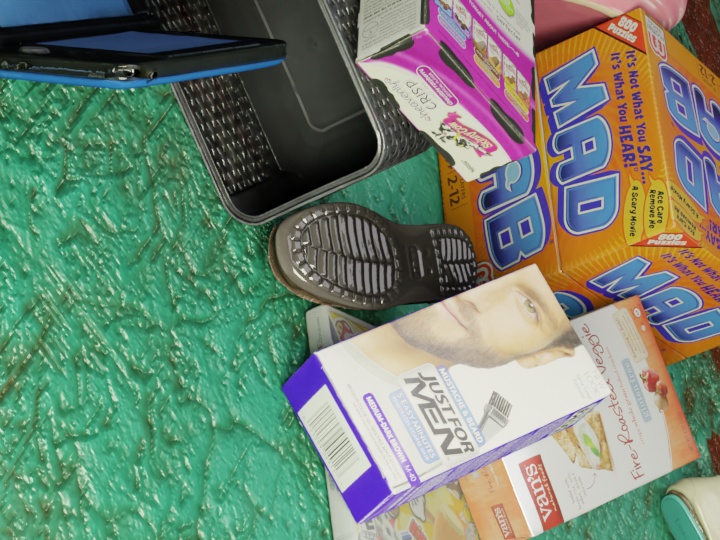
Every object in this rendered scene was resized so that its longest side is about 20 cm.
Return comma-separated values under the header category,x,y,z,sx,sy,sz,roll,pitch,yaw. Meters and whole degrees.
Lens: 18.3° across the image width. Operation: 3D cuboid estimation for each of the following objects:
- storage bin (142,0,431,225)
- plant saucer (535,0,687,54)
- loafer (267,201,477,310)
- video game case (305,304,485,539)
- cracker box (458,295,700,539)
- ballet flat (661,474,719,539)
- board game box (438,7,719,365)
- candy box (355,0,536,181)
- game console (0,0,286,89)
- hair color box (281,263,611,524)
category,x,y,z,sx,sy,sz,roll,pitch,yaw
storage bin,-0.051,-0.148,1.514,0.094,0.135,0.201,-28,95,-61
plant saucer,0.161,-0.217,1.801,0.200,0.200,0.051,29,68,-47
loafer,0.000,0.000,1.568,0.200,0.071,0.073,10,72,-49
video game case,0.037,0.134,1.580,0.200,0.023,0.183,25,49,-50
cracker box,0.150,0.109,1.647,0.200,0.058,0.134,-19,87,-41
ballet flat,0.321,0.267,1.901,0.069,0.069,0.201,-11,80,-60
board game box,0.202,-0.050,1.799,0.200,0.199,0.201,31,45,-47
candy box,0.060,-0.180,1.517,0.136,0.061,0.201,44,36,-37
game console,-0.161,-0.183,1.387,0.200,0.170,0.119,-20,114,-60
hair color box,0.060,0.081,1.512,0.199,0.065,0.110,-21,75,-36
